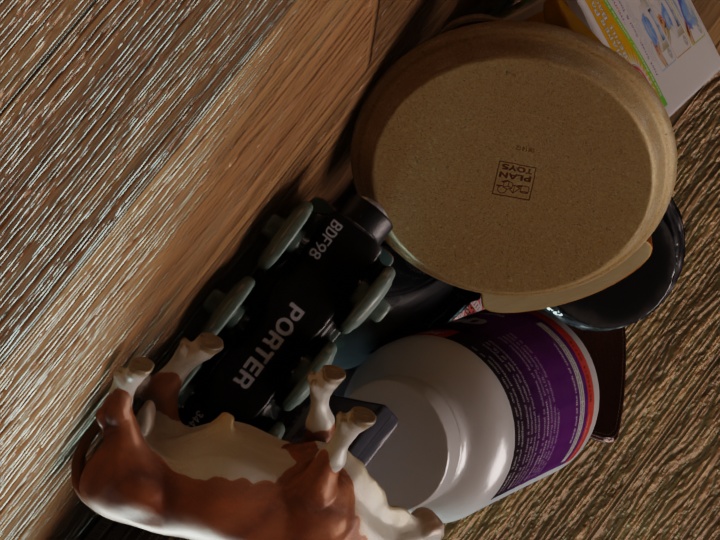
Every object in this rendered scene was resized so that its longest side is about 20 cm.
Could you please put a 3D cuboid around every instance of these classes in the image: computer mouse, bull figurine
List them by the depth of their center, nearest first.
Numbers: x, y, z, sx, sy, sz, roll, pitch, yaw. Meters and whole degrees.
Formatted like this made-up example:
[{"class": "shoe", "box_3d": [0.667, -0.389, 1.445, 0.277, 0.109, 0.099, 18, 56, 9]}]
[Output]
[{"class": "bull figurine", "box_3d": [-0.049, 0.105, 1.370, 0.065, 0.199, 0.122, -85, -173, -61]}, {"class": "computer mouse", "box_3d": [0.017, 0.022, 1.610, 0.199, 0.053, 0.139, -6, 150, -45]}]

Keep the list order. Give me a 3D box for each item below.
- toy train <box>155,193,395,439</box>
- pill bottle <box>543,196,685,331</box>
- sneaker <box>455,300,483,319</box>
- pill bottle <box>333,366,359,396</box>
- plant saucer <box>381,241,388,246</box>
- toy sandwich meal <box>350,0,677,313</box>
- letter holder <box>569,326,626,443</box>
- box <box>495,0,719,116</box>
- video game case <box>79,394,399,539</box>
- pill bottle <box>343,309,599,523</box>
[{"class": "toy train", "box_3d": [-0.055, 0.044, 1.472, 0.200, 0.085, 0.114, -54, -175, -10]}, {"class": "pill bottle", "box_3d": [0.152, -0.023, 1.730, 0.112, 0.112, 0.200, -55, -174, 8]}, {"class": "sneaker", "box_3d": [0.049, -0.031, 1.801, 0.067, 0.108, 0.202, -19, -138, 21]}, {"class": "pill bottle", "box_3d": [-0.049, 0.125, 1.736, 0.111, 0.111, 0.200, -48, 171, -41]}, {"class": "plant saucer", "box_3d": [0.000, 0.000, 1.710, 0.200, 0.019, 0.070, 116, -30, -56]}, {"class": "toy sandwich meal", "box_3d": [0.092, -0.067, 1.518, 0.206, 0.204, 0.070, -59, -166, 34]}, {"class": "letter holder", "box_3d": [0.115, 0.069, 1.970, 0.201, 0.141, 0.101, -85, -163, -49]}, {"class": "box", "box_3d": [0.135, -0.127, 1.646, 0.112, 0.102, 0.200, -26, -175, 25]}, {"class": "video game case", "box_3d": [-0.075, 0.125, 1.514, 0.143, 0.019, 0.200, -51, -153, -18]}, {"class": "pill bottle", "box_3d": [0.061, 0.087, 1.608, 0.113, 0.112, 0.200, -57, 162, 21]}]
